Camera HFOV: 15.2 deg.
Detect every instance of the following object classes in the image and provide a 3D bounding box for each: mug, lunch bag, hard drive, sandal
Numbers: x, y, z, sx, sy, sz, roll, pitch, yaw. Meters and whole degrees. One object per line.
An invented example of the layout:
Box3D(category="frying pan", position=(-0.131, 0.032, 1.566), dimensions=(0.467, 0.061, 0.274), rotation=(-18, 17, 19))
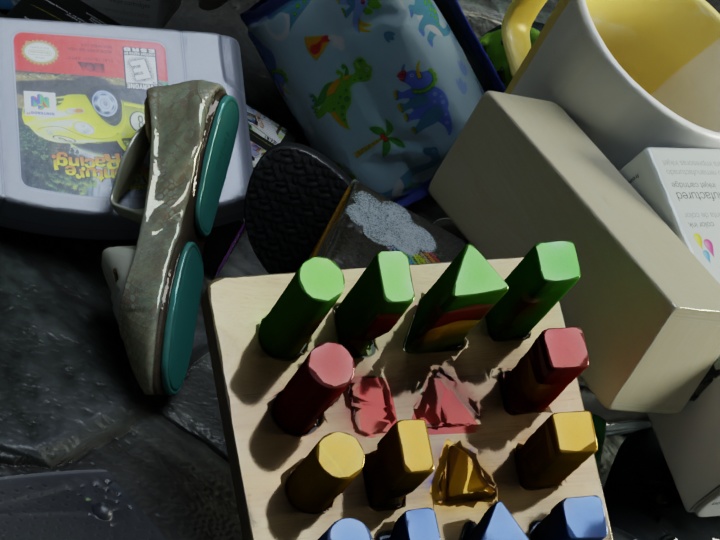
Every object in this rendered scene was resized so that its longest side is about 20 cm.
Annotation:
Box3D(category="mug", position=(0.154, -0.100, 1.690), dimensions=(0.149, 0.153, 0.187), rotation=(32, 36, -12))
Box3D(category="lunch bag", position=(0.018, -0.137, 1.818), dimensions=(0.171, 0.127, 0.200), rotation=(61, 9, -6))
Box3D(category="hard drive", position=(-0.162, 0.157, 1.267), dimensions=(0.199, 0.042, 0.135), rotation=(-6, 44, -50))
Box3D(category="sandal", position=(0.000, 0.000, 1.629), dimensions=(0.200, 0.075, 0.045), rotation=(47, 18, -23))

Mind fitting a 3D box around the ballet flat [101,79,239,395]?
Box3D(category="ballet flat", position=(-0.116, -0.018, 1.543), dimensions=(0.062, 0.068, 0.201), rotation=(5, 63, 12))

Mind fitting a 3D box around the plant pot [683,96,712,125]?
Box3D(category="plant pot", position=(0.241, -0.046, 1.802), dimensions=(0.195, 0.197, 0.200), rotation=(20, 12, -19))

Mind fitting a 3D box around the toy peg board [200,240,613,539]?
Box3D(category="toy peg board", position=(0.038, 0.078, 1.394), dimensions=(0.199, 0.098, 0.200), rotation=(-4, 69, -19))

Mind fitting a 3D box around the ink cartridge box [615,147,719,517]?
Box3D(category="ink cartridge box", position=(0.231, 0.034, 1.589), dimensions=(0.145, 0.083, 0.201), rotation=(-1, 60, -39))

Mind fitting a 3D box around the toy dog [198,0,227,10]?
Box3D(category="toy dog", position=(-0.071, -0.249, 1.738), dimensions=(0.140, 0.194, 0.200), rotation=(45, 19, -3))

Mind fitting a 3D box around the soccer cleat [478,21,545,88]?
Box3D(category="soccer cleat", position=(0.113, -0.134, 1.892), dimensions=(0.081, 0.200, 0.068), rotation=(-29, 83, -21))

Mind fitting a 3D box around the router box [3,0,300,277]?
Box3D(category="router box", position=(-0.148, -0.093, 1.700), dimensions=(0.199, 0.051, 0.149), rotation=(31, 27, -2))

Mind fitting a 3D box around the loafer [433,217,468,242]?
Box3D(category="loafer", position=(0.060, 0.004, 1.722), dimensions=(0.199, 0.070, 0.070), rotation=(6, 28, -41))

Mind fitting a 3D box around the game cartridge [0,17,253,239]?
Box3D(category="game cartridge", position=(-0.161, -0.083, 1.603), dimensions=(0.199, 0.041, 0.134), rotation=(2, 66, -20))

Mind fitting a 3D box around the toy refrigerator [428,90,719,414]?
Box3D(category="toy refrigerator", position=(0.129, -0.012, 1.547), dimensions=(0.070, 0.076, 0.200), rotation=(6, 34, -42))

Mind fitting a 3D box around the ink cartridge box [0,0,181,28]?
Box3D(category="ink cartridge box", position=(-0.173, -0.267, 1.782), dimensions=(0.114, 0.201, 0.068), rotation=(10, 25, 8))

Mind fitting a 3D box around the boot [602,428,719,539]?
Box3D(category="boot", position=(0.219, 0.178, 1.579), dimensions=(0.199, 0.077, 0.168), rotation=(29, 30, 12))

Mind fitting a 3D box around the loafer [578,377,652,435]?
Box3D(category="loafer", position=(0.174, 0.066, 1.732), dimensions=(0.199, 0.073, 0.073), rotation=(15, 31, -26))

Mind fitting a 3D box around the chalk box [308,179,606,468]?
Box3D(category="chalk box", position=(0.046, 0.064, 1.552), dimensions=(0.199, 0.124, 0.125), rotation=(29, 26, -4))
